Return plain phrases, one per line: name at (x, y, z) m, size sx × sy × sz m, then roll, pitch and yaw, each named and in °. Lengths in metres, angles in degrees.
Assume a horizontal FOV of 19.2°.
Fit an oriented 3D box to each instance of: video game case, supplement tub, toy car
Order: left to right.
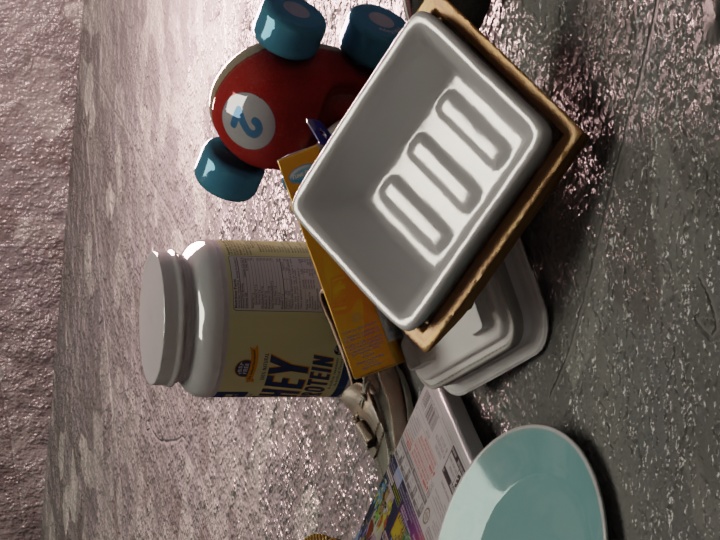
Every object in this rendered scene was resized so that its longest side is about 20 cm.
supplement tub at (-0.097, 0.045, 1.972) m, size 0.145 × 0.198 × 0.147 m, roll -179°, pitch 90°, yaw -73°
toy car at (-0.022, -0.103, 1.820) m, size 0.201 × 0.175 × 0.185 m, roll 57°, pitch 132°, yaw 42°
video game case at (0.045, 0.196, 1.665) m, size 0.200 × 0.023 × 0.184 m, roll -113°, pitch 44°, yaw -69°

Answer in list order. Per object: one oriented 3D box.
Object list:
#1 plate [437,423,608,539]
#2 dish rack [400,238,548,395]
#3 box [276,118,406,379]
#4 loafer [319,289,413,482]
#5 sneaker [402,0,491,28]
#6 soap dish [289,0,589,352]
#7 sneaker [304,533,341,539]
plate at (0.115, 0.208, 1.479) m, size 0.200 × 0.025 × 0.202 m, roll -29°, pitch 55°, yaw 51°
dish rack at (0.058, -0.012, 1.602) m, size 0.171 × 0.043 × 0.202 m, roll -35°, pitch 70°, yaw 58°
box at (-0.014, -0.018, 1.651) m, size 0.119 × 0.041 × 0.202 m, roll -1°, pitch -110°, yaw -82°
loafer at (0.005, 0.099, 1.863) m, size 0.072 × 0.062 × 0.202 m, roll 114°, pitch 152°, yaw -54°
sneaker at (0.087, -0.244, 1.591) m, size 0.116 × 0.075 × 0.202 m, roll -126°, pitch 41°, yaw -59°
soap dish at (0.058, -0.070, 1.496) m, size 0.157 × 0.081 × 0.201 m, roll 46°, pitch 116°, yaw 24°
sneaker at (0.024, 0.303, 1.797) m, size 0.075 × 0.090 × 0.200 m, roll -46°, pitch 57°, yaw 14°
